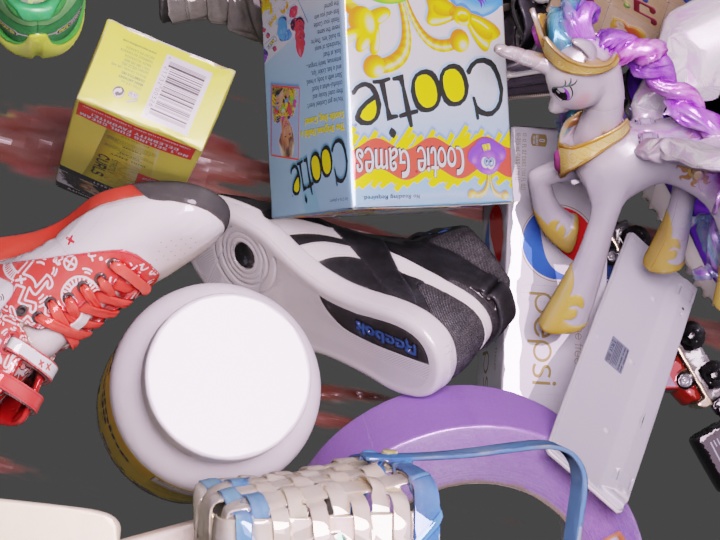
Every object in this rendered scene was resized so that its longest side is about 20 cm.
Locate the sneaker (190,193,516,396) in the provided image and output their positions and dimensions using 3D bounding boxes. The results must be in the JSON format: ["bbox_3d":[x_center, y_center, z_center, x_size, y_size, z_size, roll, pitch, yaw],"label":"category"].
[{"bbox_3d":[0.000,0.000,1.259,0.200,0.073,0.112,30,40,28],"label":"sneaker"}]

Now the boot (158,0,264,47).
[{"bbox_3d":[-0.060,-0.147,1.290,0.130,0.068,0.200,5,79,2],"label":"boot"}]

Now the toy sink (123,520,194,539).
[{"bbox_3d":[-0.140,0.216,1.178,0.200,0.112,0.130,-16,85,-8],"label":"toy sink"}]

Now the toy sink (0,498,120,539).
[{"bbox_3d":[-0.190,0.210,1.052,0.130,0.112,0.200,7,82,-5],"label":"toy sink"}]

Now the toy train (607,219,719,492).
[{"bbox_3d":[0.192,0.055,1.311,0.046,0.034,0.200,-29,88,-3],"label":"toy train"}]

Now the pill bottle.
[{"bbox_3d":[-0.083,0.067,1.172,0.112,0.200,0.113,2,81,-10],"label":"pill bottle"}]

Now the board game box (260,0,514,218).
[{"bbox_3d":[0.012,-0.132,1.195,0.103,0.105,0.200,-2,90,-28],"label":"board game box"}]

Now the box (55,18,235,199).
[{"bbox_3d":[-0.122,-0.077,1.187,0.075,0.200,0.050,23,75,-7],"label":"box"}]

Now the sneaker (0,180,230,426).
[{"bbox_3d":[-0.161,0.025,1.182,0.201,0.067,0.108,-14,55,22],"label":"sneaker"}]

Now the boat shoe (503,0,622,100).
[{"bbox_3d":[0.104,-0.141,1.308,0.200,0.063,0.073,-18,86,-12],"label":"boat shoe"}]

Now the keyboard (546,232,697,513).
[{"bbox_3d":[0.150,0.053,1.223,0.056,0.011,0.200,37,41,-8],"label":"keyboard"}]

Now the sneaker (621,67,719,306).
[{"bbox_3d":[0.230,-0.052,1.289,0.070,0.100,0.200,-35,88,-43],"label":"sneaker"}]

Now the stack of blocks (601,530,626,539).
[{"bbox_3d":[0.087,0.245,1.175,0.200,0.059,0.115,-30,109,2],"label":"stack of blocks"}]

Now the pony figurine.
[{"bbox_3d":[0.174,-0.066,1.174,0.193,0.200,0.167,-6,38,3],"label":"pony figurine"}]

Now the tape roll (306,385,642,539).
[{"bbox_3d":[0.056,0.168,1.211,0.200,0.066,0.200,-2,109,-7],"label":"tape roll"}]

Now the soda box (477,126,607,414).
[{"bbox_3d":[0.108,0.019,1.282,0.064,0.068,0.200,4,81,-10],"label":"soda box"}]

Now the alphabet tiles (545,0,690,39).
[{"bbox_3d":[0.176,-0.185,1.299,0.167,0.008,0.200,30,42,-5],"label":"alphabet tiles"}]

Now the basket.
[{"bbox_3d":[0.016,0.175,1.074,0.200,0.139,0.177,-1,94,-21],"label":"basket"}]

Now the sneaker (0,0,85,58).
[{"bbox_3d":[-0.187,-0.227,1.258,0.074,0.084,0.200,-5,82,-11],"label":"sneaker"}]
